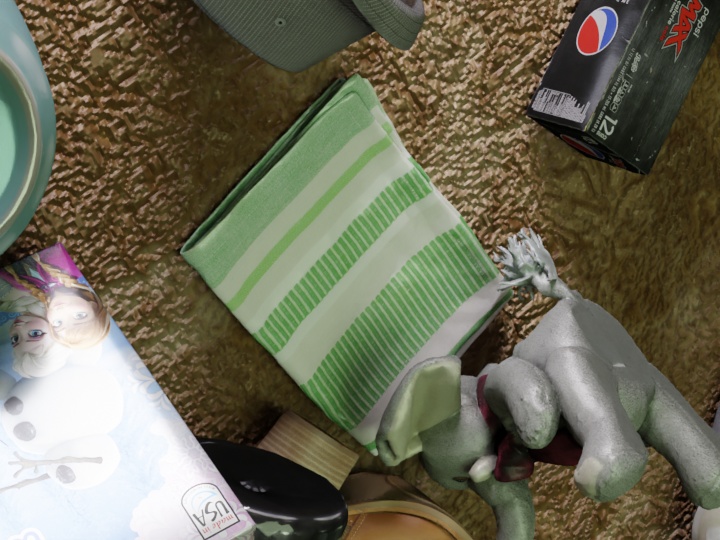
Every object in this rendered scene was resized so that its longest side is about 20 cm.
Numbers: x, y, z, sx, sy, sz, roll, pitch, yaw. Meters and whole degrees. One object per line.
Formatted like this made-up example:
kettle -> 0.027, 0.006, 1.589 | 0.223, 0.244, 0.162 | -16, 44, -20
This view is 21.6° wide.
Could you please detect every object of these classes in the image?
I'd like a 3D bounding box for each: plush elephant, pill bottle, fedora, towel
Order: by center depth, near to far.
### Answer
fedora -> -0.053, -0.182, 0.992 | 0.090, 0.178, 0.200 | -34, 126, 13
pill bottle -> -0.085, 0.205, 1.047 | 0.111, 0.112, 0.202 | 10, 103, -36
plush elephant -> 0.099, 0.097, 1.146 | 0.155, 0.201, 0.164 | -45, 156, 24
towel -> 0.000, 0.000, 1.146 | 0.153, 0.023, 0.200 | -48, 126, -13

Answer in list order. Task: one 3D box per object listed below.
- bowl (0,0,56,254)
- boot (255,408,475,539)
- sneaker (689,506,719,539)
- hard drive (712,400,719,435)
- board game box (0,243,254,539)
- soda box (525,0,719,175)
bowl -> -0.227, -0.069, 0.914 | 0.199, 0.105, 0.203 | -10, 109, -32
boot -> -0.017, 0.194, 1.155 | 0.199, 0.077, 0.156 | 35, 87, -34
sneaker -> 0.275, 0.237, 1.348 | 0.070, 0.093, 0.202 | 1, 115, -27
hard drive -> 0.333, 0.062, 1.386 | 0.134, 0.042, 0.202 | 21, 92, -38
board game box -> -0.188, 0.104, 0.937 | 0.199, 0.199, 0.044 | -26, 153, -26
soda box -> 0.186, -0.168, 1.201 | 0.070, 0.063, 0.201 | 29, 87, -38
